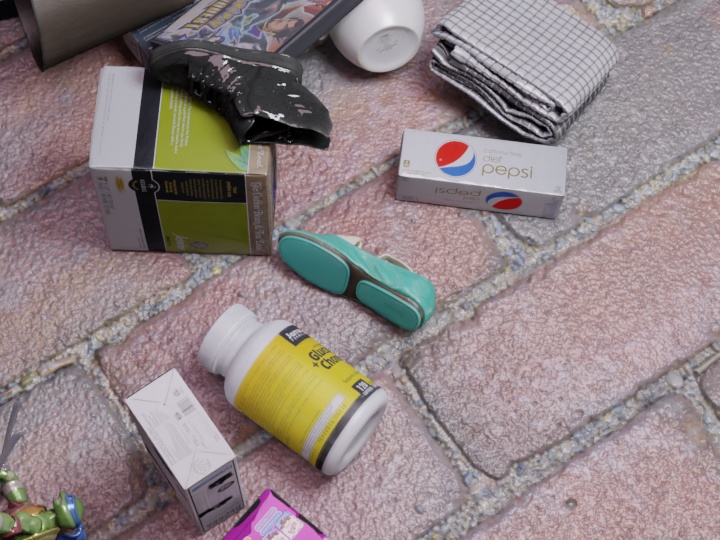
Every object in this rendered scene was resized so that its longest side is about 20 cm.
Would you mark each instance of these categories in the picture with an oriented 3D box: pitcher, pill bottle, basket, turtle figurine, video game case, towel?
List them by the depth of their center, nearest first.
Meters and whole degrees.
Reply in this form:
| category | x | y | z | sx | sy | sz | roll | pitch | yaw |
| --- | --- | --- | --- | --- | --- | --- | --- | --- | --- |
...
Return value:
| category | x | y | z | sx | sy | sz | roll | pitch | yaw |
| --- | --- | --- | --- | --- | --- | --- | --- | --- | --- |
| turtle figurine | -0.400 | 0.243 | 1.425 | 0.193 | 0.201 | 0.144 | -28 | 35 | -9 |
| pill bottle | -0.077 | 0.125 | 1.502 | 0.200 | 0.112 | 0.112 | 35 | 69 | 12 |
| video game case | -0.118 | -0.300 | 1.622 | 0.180 | 0.026 | 0.200 | 20 | 52 | 35 |
| basket | -0.305 | -0.347 | 1.624 | 0.199 | 0.136 | 0.181 | -17 | 110 | -18 |
| towel | 0.196 | -0.257 | 1.678 | 0.200 | 0.086 | 0.166 | 34 | 50 | 12 |
| pitcher | -0.016 | -0.336 | 1.720 | 0.171 | 0.121 | 0.201 | -25 | 57 | 7 |

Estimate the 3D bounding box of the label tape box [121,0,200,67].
| category | x | y | z | sx | sy | sz | roll | pitch | yaw |
| --- | --- | --- | --- | --- | --- | --- | --- | --- | --- |
| label tape box | -0.212 | -0.299 | 1.714 | 0.144 | 0.063 | 0.200 | -32 | 70 | -16 |

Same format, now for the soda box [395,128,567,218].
| category | x | y | z | sx | sy | sz | roll | pitch | yaw |
| --- | --- | --- | --- | --- | --- | --- | --- | --- | --- |
| soda box | 0.144 | -0.116 | 1.645 | 0.199 | 0.064 | 0.068 | 7 | 65 | 1 |

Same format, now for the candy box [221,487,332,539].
| category | x | y | z | sx | sy | sz | roll | pitch | yaw |
| --- | --- | --- | --- | --- | --- | --- | --- | --- | --- |
| candy box | -0.065 | 0.345 | 1.431 | 0.200 | 0.061 | 0.136 | 38 | 69 | 15 |

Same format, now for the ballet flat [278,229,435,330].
| category | x | y | z | sx | sy | sz | roll | pitch | yaw |
| --- | --- | --- | --- | --- | --- | --- | --- | --- | --- |
| ballet flat | 0.000 | 0.000 | 1.595 | 0.199 | 0.068 | 0.070 | 29 | 44 | 10 |

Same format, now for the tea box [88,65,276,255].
| category | x | y | z | sx | sy | sz | roll | pitch | yaw |
| --- | --- | --- | --- | --- | --- | --- | --- | --- | --- |
| tea box | -0.194 | -0.120 | 1.560 | 0.196 | 0.200 | 0.134 | 4 | 65 | -2 |

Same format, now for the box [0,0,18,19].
| category | x | y | z | sx | sy | sz | roll | pitch | yaw |
| --- | --- | --- | --- | --- | --- | --- | --- | --- | --- |
| box | -0.485 | -0.436 | 1.721 | 0.106 | 0.149 | 0.201 | -13 | 66 | -8 |

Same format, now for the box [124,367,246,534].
| category | x | y | z | sx | sy | sz | roll | pitch | yaw |
| --- | --- | --- | --- | --- | --- | --- | --- | --- | --- |
| box | -0.178 | 0.192 | 1.421 | 0.060 | 0.200 | 0.117 | -33 | 73 | -14 |

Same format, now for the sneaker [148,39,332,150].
| category | x | y | z | sx | sy | sz | roll | pitch | yaw |
| --- | --- | --- | --- | --- | --- | --- | --- | --- | --- |
| sneaker | -0.128 | -0.181 | 1.448 | 0.199 | 0.060 | 0.105 | 4 | 60 | -5 |
